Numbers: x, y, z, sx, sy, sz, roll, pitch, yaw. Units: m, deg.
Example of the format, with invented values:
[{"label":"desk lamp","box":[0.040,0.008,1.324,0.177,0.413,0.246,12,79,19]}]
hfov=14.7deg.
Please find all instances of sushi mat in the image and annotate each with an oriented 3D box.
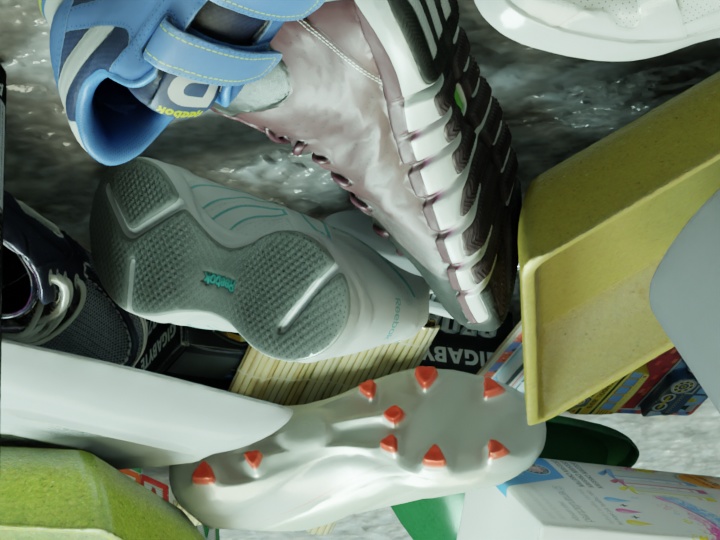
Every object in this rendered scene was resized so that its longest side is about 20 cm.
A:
[{"label":"sushi mat","box":[-0.032,0.083,1.497,0.095,0.012,0.200,4,141,-19]}]

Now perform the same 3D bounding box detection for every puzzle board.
[{"label":"puzzle board","box":[0.158,0.024,1.461,0.150,0.017,0.200,2,146,-27]}]

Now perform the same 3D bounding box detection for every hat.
[{"label":"hat","box":[0.083,0.186,1.556,0.199,0.177,0.166,9,159,-26]}]

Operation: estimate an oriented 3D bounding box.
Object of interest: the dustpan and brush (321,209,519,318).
[{"label":"dustpan and brush","box":[0.000,0.000,1.376,0.199,0.058,0.139,12,-168,30]}]

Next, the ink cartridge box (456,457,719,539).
[{"label":"ink cartridge box","box":[0.159,0.180,1.479,0.199,0.126,0.129,6,-168,-16]}]

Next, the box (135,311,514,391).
[{"label":"box","box":[-0.034,0.061,1.544,0.199,0.046,0.159,7,154,-23]}]

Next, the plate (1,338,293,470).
[{"label":"plate","box":[-0.167,0.070,1.377,0.199,0.033,0.199,16,164,-36]}]

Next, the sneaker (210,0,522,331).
[{"label":"sneaker","box":[-0.002,-0.057,1.218,0.115,0.076,0.201,-2,129,22]}]

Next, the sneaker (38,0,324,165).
[{"label":"sneaker","box":[-0.056,-0.109,1.116,0.074,0.083,0.200,15,149,-33]}]

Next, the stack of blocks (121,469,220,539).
[{"label":"stack of blocks","box":[-0.159,0.148,1.644,0.058,0.116,0.200,-15,154,27]}]

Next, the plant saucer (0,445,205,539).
[{"label":"plant saucer","box":[-0.180,0.128,1.438,0.199,0.048,0.200,2,163,18]}]

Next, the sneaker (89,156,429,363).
[{"label":"sneaker","box":[-0.051,0.000,1.295,0.080,0.071,0.200,6,-167,-45]}]

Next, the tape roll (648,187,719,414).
[{"label":"tape roll","box":[0.232,-0.013,1.284,0.200,0.066,0.201,-27,158,-12]}]

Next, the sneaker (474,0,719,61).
[{"label":"sneaker","box":[0.149,-0.139,1.093,0.199,0.074,0.116,-5,157,-21]}]

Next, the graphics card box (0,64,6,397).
[{"label":"graphics card box","box":[-0.217,-0.001,1.194,0.125,0.201,0.051,-9,155,11]}]

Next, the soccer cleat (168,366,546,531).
[{"label":"soccer cleat","box":[0.000,0.097,1.462,0.199,0.070,0.078,-7,149,7]}]

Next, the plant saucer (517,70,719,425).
[{"label":"plant saucer","box":[0.149,-0.028,1.291,0.199,0.049,0.200,-30,158,-9]}]

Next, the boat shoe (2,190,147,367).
[{"label":"boat shoe","box":[-0.160,0.013,1.310,0.075,0.093,0.200,-50,130,4]}]
